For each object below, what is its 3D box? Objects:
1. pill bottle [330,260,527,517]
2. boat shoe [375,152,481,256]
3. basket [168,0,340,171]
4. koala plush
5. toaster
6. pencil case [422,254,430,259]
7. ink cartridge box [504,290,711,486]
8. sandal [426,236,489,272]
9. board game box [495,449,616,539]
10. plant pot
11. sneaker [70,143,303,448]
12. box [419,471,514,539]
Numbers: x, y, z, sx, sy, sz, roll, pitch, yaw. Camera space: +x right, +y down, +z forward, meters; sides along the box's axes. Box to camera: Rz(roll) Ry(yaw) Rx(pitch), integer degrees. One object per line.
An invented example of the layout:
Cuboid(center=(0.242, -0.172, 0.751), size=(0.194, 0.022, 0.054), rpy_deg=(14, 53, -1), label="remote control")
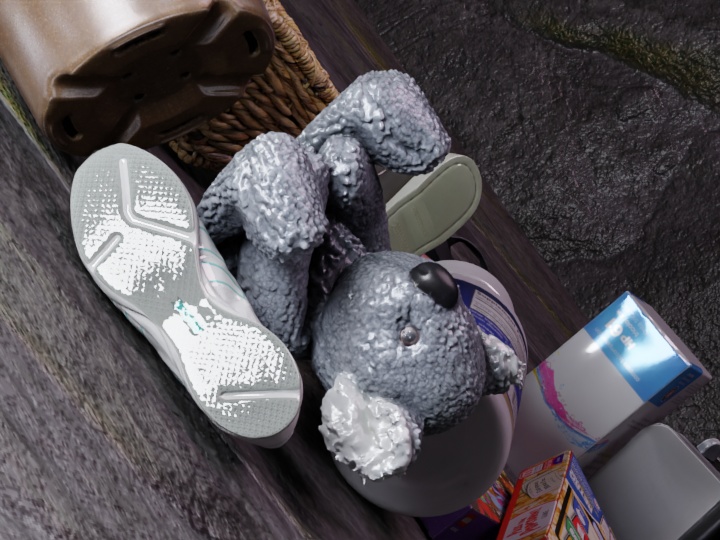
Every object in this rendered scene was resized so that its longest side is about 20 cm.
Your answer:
Cuboid(center=(0.050, 0.069, 1.599), size=(0.120, 0.120, 0.200), rpy_deg=(50, 19, -11), label="pill bottle")
Cuboid(center=(-0.004, -0.021, 1.684), size=(0.061, 0.201, 0.072), rpy_deg=(20, -44, 47), label="boat shoe")
Cuboid(center=(-0.082, -0.182, 1.833), size=(0.143, 0.149, 0.200), rpy_deg=(11, 33, -36), label="basket")
Cuboid(center=(0.000, 0.021, 1.425), size=(0.200, 0.184, 0.177), rpy_deg=(47, 41, 6), label="koala plush")
Cuboid(center=(0.250, 0.235, 1.924), size=(0.181, 0.200, 0.119), rpy_deg=(31, 19, -47), label="toaster")
Cuboid(center=(0.000, 0.000, 1.760), size=(0.200, 0.087, 0.087), rpy_deg=(38, 10, -9), label="pencil case")
Cuboid(center=(0.174, 0.116, 1.933), size=(0.085, 0.200, 0.145), rpy_deg=(50, 7, 14), label="ink cartridge box")
Cuboid(center=(0.078, 0.001, 1.956), size=(0.200, 0.043, 0.076), rpy_deg=(57, 18, -59), label="sandal")
Cuboid(center=(0.154, 0.227, 1.693), size=(0.152, 0.046, 0.200), rpy_deg=(63, 14, -6), label="board game box")
Cuboid(center=(-0.159, -0.190, 1.450), size=(0.198, 0.200, 0.200), rpy_deg=(64, 12, 22), label="plant pot")
Cuboid(center=(-0.100, 0.020, 1.344), size=(0.200, 0.070, 0.080), rpy_deg=(57, -7, 16), label="sneaker")
Cuboid(center=(0.067, 0.150, 1.748), size=(0.137, 0.039, 0.200), rpy_deg=(55, 9, 27), label="box")
